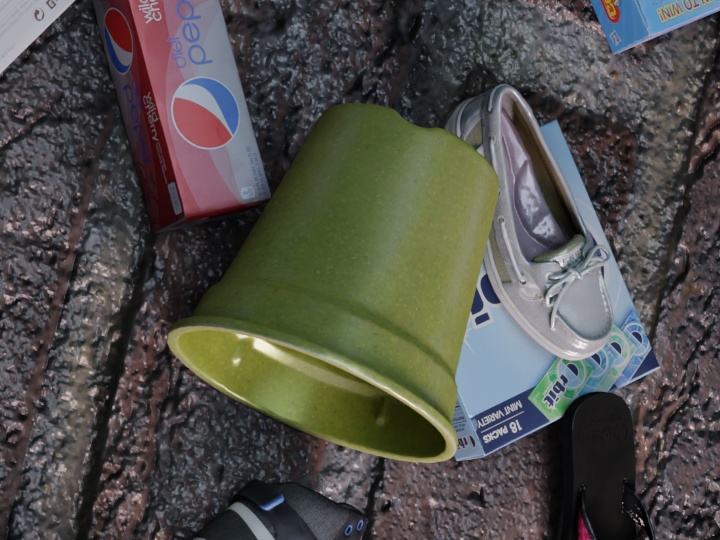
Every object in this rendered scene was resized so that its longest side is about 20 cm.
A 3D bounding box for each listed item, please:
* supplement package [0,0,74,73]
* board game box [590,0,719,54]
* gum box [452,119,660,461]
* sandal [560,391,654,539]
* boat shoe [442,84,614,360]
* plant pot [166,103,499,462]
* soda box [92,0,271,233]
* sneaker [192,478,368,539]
[{"bbox_3d":[-0.296,-0.199,1.232,0.200,0.114,0.110,48,63,-16],"label":"supplement package"},{"bbox_3d":[0.247,-0.296,1.566,0.200,0.056,0.196,-24,91,-28],"label":"board game box"},{"bbox_3d":[0.107,0.013,1.441,0.170,0.045,0.201,-23,91,-28],"label":"gum box"},{"bbox_3d":[0.179,0.188,1.424,0.075,0.045,0.201,-10,101,-32],"label":"sandal"},{"bbox_3d":[0.125,-0.033,1.397,0.074,0.065,0.203,-23,91,-28],"label":"boat shoe"},{"bbox_3d":[0.000,0.000,1.296,0.200,0.200,0.185,28,72,-19],"label":"plant pot"},{"bbox_3d":[-0.125,-0.131,1.342,0.070,0.063,0.201,-14,87,-28],"label":"soda box"},{"bbox_3d":[-0.015,0.222,1.322,0.200,0.073,0.112,49,65,-9],"label":"sneaker"}]
